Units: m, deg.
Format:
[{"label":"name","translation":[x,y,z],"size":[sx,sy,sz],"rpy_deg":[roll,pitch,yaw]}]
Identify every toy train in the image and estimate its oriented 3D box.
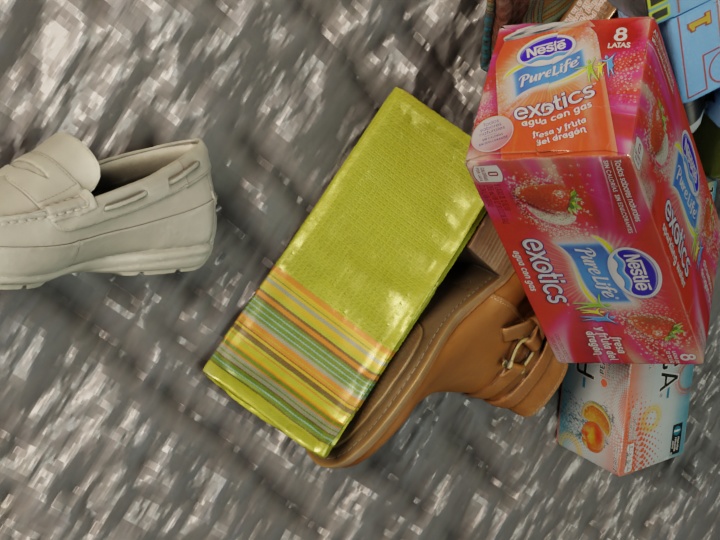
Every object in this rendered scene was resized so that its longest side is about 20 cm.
[{"label":"toy train","translation":[0.190,-0.158,0.996],"size":[0.114,0.087,0.201],"rpy_deg":[-25,136,-8]}]

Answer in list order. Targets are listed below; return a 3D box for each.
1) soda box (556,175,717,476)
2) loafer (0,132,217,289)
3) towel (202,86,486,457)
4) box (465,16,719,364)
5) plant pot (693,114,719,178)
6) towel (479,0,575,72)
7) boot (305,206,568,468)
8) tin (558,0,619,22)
[{"label":"soda box","translation":[0.182,0.029,1.172],"size":[0.068,0.063,0.202],"rpy_deg":[-13,116,-36]},{"label":"loafer","translation":[-0.151,-0.031,0.845],"size":[0.199,0.070,0.070],"rpy_deg":[-8,108,-48]},{"label":"towel","translation":[0.000,0.000,0.994],"size":[0.086,0.018,0.201],"rpy_deg":[34,81,-5]},{"label":"box","translation":[0.139,-0.040,1.004],"size":[0.200,0.095,0.100],"rpy_deg":[60,37,-47]},{"label":"plant pot","translation":[0.304,-0.136,1.149],"size":[0.199,0.200,0.191],"rpy_deg":[7,116,-43]},{"label":"towel","translation":[0.145,-0.215,1.026],"size":[0.200,0.022,0.147],"rpy_deg":[-41,156,-23]},{"label":"boot","translation":[0.061,0.058,1.071],"size":[0.201,0.073,0.155],"rpy_deg":[-55,138,-7]},{"label":"tin","translation":[0.166,-0.136,1.078],"size":[0.201,0.042,0.112],"rpy_deg":[-54,143,8]}]
